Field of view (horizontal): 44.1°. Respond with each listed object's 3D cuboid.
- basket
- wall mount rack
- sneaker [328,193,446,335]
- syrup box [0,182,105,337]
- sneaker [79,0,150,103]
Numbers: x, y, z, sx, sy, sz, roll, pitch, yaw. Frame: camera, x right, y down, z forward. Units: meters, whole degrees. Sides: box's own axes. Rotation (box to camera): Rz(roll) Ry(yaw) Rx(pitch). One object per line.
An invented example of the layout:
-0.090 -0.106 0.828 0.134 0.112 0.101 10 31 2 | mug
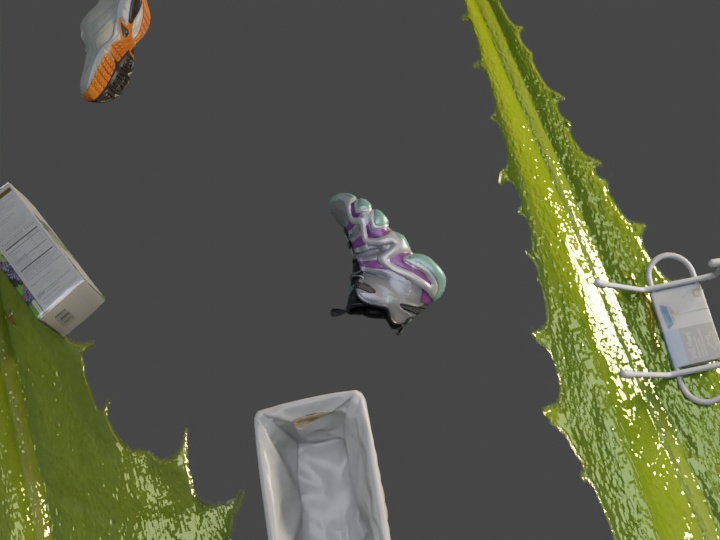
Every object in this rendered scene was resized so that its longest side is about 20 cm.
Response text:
-0.039 0.261 1.034 0.133 0.124 0.204 -11 67 2 | basket
0.381 0.064 1.093 0.170 0.075 0.204 -11 67 2 | wall mount rack
0.000 0.000 1.158 0.199 0.078 0.140 40 77 19 | sneaker
-0.444 -0.016 1.212 0.081 0.079 0.200 -40 70 -10 | syrup box
-0.391 -0.338 1.347 0.090 0.076 0.203 6 61 16 | sneaker
